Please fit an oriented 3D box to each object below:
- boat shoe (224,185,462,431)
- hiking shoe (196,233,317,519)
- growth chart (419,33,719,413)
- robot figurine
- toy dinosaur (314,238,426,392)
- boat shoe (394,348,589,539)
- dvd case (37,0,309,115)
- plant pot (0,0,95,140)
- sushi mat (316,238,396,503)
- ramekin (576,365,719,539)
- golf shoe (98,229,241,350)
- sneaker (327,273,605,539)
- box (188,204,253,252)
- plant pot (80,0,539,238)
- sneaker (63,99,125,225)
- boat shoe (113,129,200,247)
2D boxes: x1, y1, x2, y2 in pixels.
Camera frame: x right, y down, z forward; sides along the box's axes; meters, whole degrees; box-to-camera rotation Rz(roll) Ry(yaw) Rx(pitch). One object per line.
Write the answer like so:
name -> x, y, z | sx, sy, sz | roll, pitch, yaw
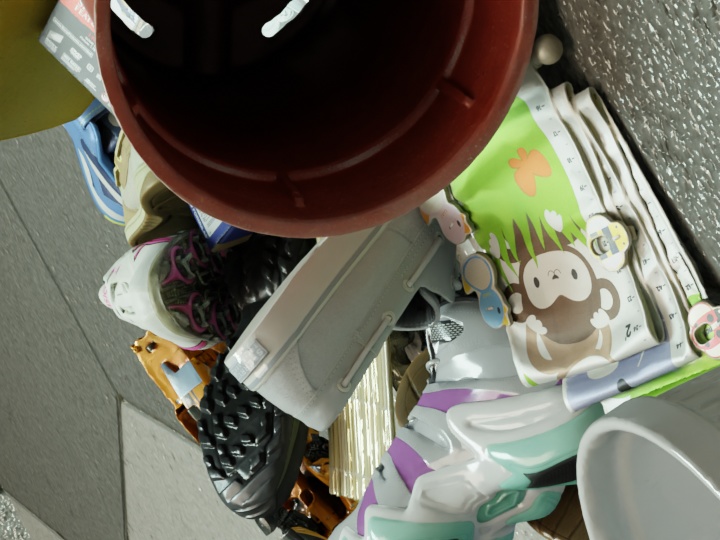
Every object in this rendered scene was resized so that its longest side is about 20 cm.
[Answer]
boat shoe -> 0.012, 0.002, 1.315 | 0.068, 0.200, 0.072 | 43, 133, -3
hiking shoe -> -0.034, 0.063, 1.598 | 0.075, 0.201, 0.101 | -19, 139, 35
growth chart -> 0.094, -0.006, 1.238 | 0.201, 0.018, 0.145 | 58, 138, 10
robot figurine -> -0.059, 0.104, 1.799 | 0.200, 0.058, 0.145 | 48, -158, 4
toy dinosaur -> 0.000, 0.000, 1.576 | 0.201, 0.047, 0.088 | 63, 171, 8
boat shoe -> 0.103, 0.099, 1.404 | 0.200, 0.072, 0.065 | 27, 180, 45
dvd case -> -0.087, -0.139, 1.458 | 0.146, 0.022, 0.200 | 44, 139, 8
plant pot -> -0.217, -0.192, 1.612 | 0.200, 0.200, 0.176 | 52, -161, 28
sushi mat -> -0.004, 0.032, 1.509 | 0.096, 0.012, 0.201 | -178, 84, -66
ramekin -> 0.186, 0.123, 1.107 | 0.200, 0.105, 0.201 | 53, 162, 25
golf shoe -> -0.118, 0.016, 1.674 | 0.200, 0.092, 0.073 | -33, -75, -81
sneaker -> 0.049, 0.066, 1.362 | 0.078, 0.200, 0.141 | 18, -131, -49
box -> -0.065, -0.106, 1.540 | 0.122, 0.032, 0.200 | 65, 151, 13
plant pot -> -0.044, -0.139, 1.253 | 0.202, 0.200, 0.195 | 68, 171, -23
sneaker -> -0.180, -0.123, 1.872 | 0.201, 0.074, 0.082 | 58, 163, -14
boat shoe -> -0.120, -0.064, 1.724 | 0.200, 0.074, 0.067 | 122, 133, -75
